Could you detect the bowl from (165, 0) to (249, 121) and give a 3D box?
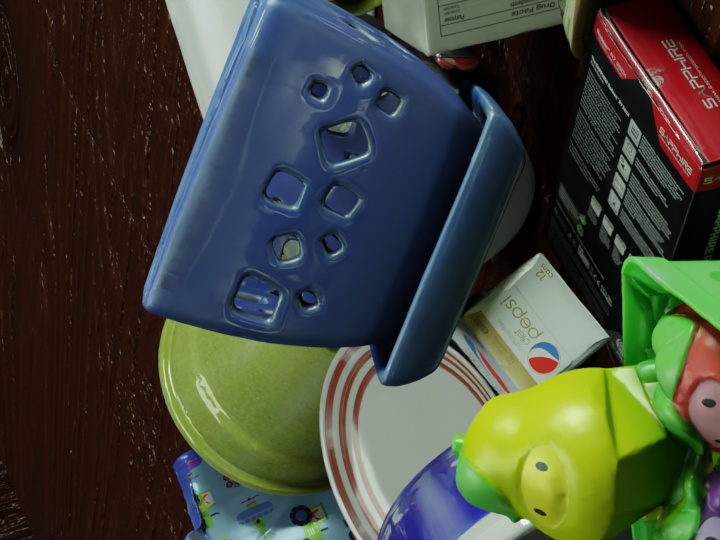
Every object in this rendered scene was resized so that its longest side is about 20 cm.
[{"bbox_3d":[-0.092,-0.175,1.844,0.200,0.074,0.200,-65,-42,-80],"label":"bowl"}]

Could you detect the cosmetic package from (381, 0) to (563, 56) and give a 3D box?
[{"bbox_3d":[0.062,-0.240,1.435,0.073,0.103,0.201,-139,39,-58],"label":"cosmetic package"}]

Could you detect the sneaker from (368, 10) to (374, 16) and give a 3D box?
[{"bbox_3d":[-0.041,-0.227,1.792,0.099,0.070,0.201,-141,42,-66],"label":"sneaker"}]

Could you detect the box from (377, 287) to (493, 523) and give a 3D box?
[{"bbox_3d":[0.077,0.134,1.653,0.158,0.050,0.201,-34,71,35],"label":"box"}]

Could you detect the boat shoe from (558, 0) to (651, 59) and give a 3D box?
[{"bbox_3d":[0.132,-0.198,1.315,0.065,0.073,0.200,57,155,29],"label":"boat shoe"}]

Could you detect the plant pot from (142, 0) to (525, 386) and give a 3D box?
[{"bbox_3d":[-0.012,-0.049,1.438,0.200,0.179,0.201,-105,37,-79],"label":"plant pot"}]

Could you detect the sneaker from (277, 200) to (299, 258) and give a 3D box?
[{"bbox_3d":[0.000,0.000,1.665,0.200,0.074,0.081,47,121,46],"label":"sneaker"}]

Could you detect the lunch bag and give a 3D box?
[{"bbox_3d":[-0.046,0.191,1.927,0.094,0.199,0.151,114,137,-61],"label":"lunch bag"}]

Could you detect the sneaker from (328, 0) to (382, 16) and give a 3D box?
[{"bbox_3d":[0.004,-0.259,1.570,0.131,0.079,0.201,-124,36,-49],"label":"sneaker"}]

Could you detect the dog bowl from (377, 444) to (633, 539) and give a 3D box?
[{"bbox_3d":[0.113,0.170,1.469,0.200,0.199,0.079,96,153,-47],"label":"dog bowl"}]

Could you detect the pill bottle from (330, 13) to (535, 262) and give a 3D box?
[{"bbox_3d":[0.025,-0.092,1.636,0.200,0.113,0.114,-130,30,-50],"label":"pill bottle"}]

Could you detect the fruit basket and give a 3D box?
[{"bbox_3d":[0.160,0.101,1.283,0.156,0.215,0.216,-136,35,-55],"label":"fruit basket"}]

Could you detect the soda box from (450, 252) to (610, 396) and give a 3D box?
[{"bbox_3d":[0.101,0.042,1.499,0.068,0.064,0.200,51,176,4],"label":"soda box"}]

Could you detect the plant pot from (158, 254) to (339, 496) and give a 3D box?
[{"bbox_3d":[-0.031,0.045,1.825,0.184,0.200,0.201,-48,60,56],"label":"plant pot"}]

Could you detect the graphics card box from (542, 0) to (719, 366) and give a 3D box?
[{"bbox_3d":[0.165,-0.044,1.380,0.200,0.051,0.126,100,148,-50],"label":"graphics card box"}]

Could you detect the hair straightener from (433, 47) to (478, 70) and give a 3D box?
[{"bbox_3d":[0.044,-0.227,1.615,0.077,0.041,0.200,-60,40,39],"label":"hair straightener"}]

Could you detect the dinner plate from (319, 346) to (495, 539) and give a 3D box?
[{"bbox_3d":[0.047,0.129,1.607,0.200,0.024,0.201,23,123,41],"label":"dinner plate"}]
